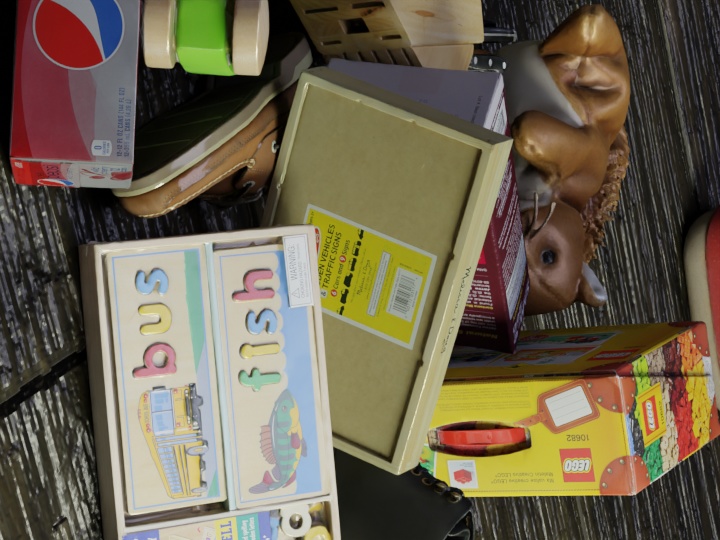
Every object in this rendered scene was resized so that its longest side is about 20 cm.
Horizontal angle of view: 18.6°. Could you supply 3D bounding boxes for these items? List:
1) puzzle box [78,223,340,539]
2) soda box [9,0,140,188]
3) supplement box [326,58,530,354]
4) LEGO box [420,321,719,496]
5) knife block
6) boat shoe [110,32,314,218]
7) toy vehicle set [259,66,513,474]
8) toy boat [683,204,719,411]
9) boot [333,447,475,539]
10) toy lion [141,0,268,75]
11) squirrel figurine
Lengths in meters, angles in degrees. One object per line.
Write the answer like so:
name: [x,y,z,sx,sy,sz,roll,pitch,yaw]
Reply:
puzzle box: [-0.080,0.078,1.196,0.133,0.025,0.201,-7,93,-26]
soda box: [-0.142,-0.146,1.119,0.070,0.063,0.201,125,-34,-79]
supplement box: [0.039,-0.036,1.336,0.200,0.108,0.061,78,24,-50]
LEGO box: [0.108,0.088,1.401,0.149,0.199,0.077,-21,104,-57]
knife block: [0.031,-0.183,1.347,0.200,0.064,0.176,59,38,-43]
boat shoe: [-0.070,-0.069,1.245,0.200,0.072,0.068,-46,124,-51]
toy vehicle set: [0.000,0.000,1.232,0.026,0.124,0.201,-19,128,-60]
toy boat: [0.361,0.035,1.895,0.130,0.130,0.201,-22,106,-57]
boot: [0.026,0.107,1.292,0.077,0.138,0.200,47,59,-51]
toy lion: [-0.073,-0.209,1.221,0.192,0.068,0.201,-56,150,-85]
squirrel figurine: [0.129,-0.050,1.499,0.200,0.141,0.187,42,42,-60]
